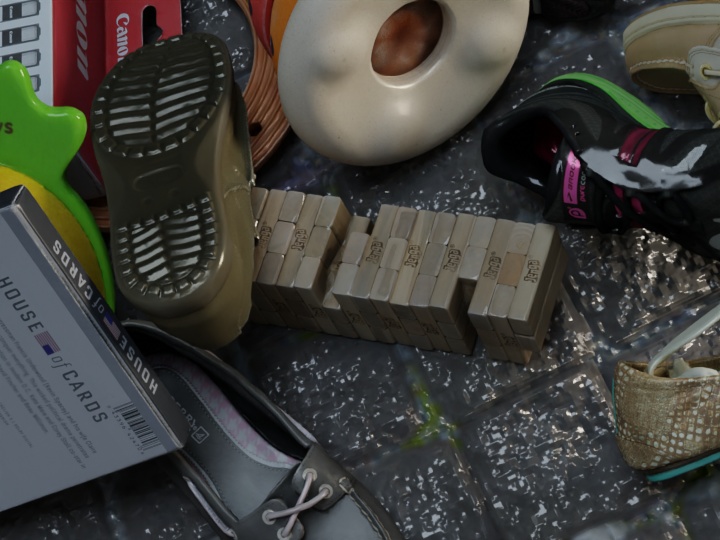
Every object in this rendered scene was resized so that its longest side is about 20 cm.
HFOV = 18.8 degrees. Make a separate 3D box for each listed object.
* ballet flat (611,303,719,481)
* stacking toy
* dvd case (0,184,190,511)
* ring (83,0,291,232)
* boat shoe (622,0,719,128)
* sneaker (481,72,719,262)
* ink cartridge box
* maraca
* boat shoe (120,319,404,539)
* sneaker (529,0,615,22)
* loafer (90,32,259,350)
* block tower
[{"bbox_3d":[0.206,0.032,0.991,0.200,0.071,0.065,-23,96,3],"label":"ballet flat"},{"bbox_3d":[-0.019,-0.160,1.139,0.146,0.146,0.200,-39,48,-6],"label":"stacking toy"},{"bbox_3d":[-0.202,0.054,1.041,0.200,0.150,0.025,-21,27,23],"label":"dvd case"},{"bbox_3d":[-0.119,-0.107,1.198,0.200,0.019,0.201,-7,61,12],"label":"ring"},{"bbox_3d":[0.194,-0.089,1.033,0.200,0.074,0.069,5,85,57],"label":"boat shoe"},{"bbox_3d":[0.132,-0.037,1.023,0.084,0.077,0.200,-22,26,-30],"label":"sneaker"},{"bbox_3d":[-0.190,-0.134,1.174,0.175,0.084,0.200,-12,59,11],"label":"ink cartridge box"},{"bbox_3d":[-0.191,-0.009,1.083,0.137,0.200,0.107,1,23,0],"label":"maraca"},{"bbox_3d":[-0.057,0.094,1.050,0.067,0.057,0.200,-45,60,-9],"label":"boat shoe"},{"bbox_3d":[0.074,-0.216,1.167,0.200,0.076,0.116,28,68,26],"label":"sneaker"},{"bbox_3d":[-0.089,-0.038,1.065,0.076,0.067,0.200,-10,44,9],"label":"loafer"},{"bbox_3d":[0.000,0.000,1.084,0.200,0.054,0.058,10,65,22],"label":"block tower"}]
